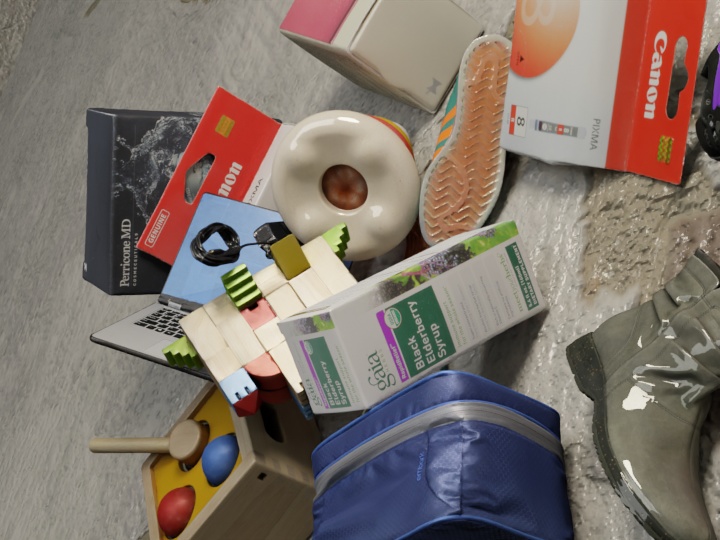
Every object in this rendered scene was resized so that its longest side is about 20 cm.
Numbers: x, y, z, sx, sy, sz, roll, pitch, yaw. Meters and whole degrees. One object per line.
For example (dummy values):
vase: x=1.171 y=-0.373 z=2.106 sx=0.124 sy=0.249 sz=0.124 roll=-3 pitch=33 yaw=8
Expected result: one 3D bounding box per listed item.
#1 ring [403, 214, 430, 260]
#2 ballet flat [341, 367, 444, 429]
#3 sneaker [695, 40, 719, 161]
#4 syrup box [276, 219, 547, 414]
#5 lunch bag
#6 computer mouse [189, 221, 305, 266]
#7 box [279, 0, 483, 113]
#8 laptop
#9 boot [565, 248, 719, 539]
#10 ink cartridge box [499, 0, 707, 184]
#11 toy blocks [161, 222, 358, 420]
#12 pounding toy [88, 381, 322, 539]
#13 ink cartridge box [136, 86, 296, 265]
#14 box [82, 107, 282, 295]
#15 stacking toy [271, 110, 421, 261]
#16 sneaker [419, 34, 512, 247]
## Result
ring: x=0.000 y=0.000 z=1.187 sx=0.200 sy=0.019 sz=0.201 roll=-37 pitch=38 yaw=36
ballet flat: x=0.017 y=0.132 z=1.003 sx=0.067 sy=0.062 sz=0.201 roll=-3 pitch=62 yaw=56
sneaker: x=0.280 y=-0.099 z=0.798 sx=0.100 sy=0.069 sz=0.201 roll=-47 pitch=28 yaw=36
syrup box: x=0.043 y=0.035 z=0.913 sx=0.200 sy=0.079 sz=0.081 roll=-26 pitch=6 yaw=-35
lunch bag: x=0.052 y=0.164 z=0.845 sx=0.200 sy=0.136 sz=0.133 roll=-35 pitch=40 yaw=37
computer mouse: x=-0.095 y=-0.016 z=1.087 sx=0.034 sy=0.200 sz=0.059 roll=-46 pitch=69 yaw=24
box: x=0.018 y=-0.263 z=1.273 sx=0.109 sy=0.128 sz=0.200 roll=-59 pitch=30 yaw=2
laptop: x=-0.127 y=0.016 z=1.147 sx=0.200 sy=0.186 sz=0.116 roll=-32 pitch=-46 yaw=-64
boot: x=0.213 y=0.077 z=0.750 sx=0.131 sy=0.068 sz=0.200 roll=-40 pitch=37 yaw=22
ink cartridge box: x=0.188 y=-0.162 z=0.943 sx=0.200 sy=0.050 sz=0.163 roll=-149 pitch=62 yaw=-63
toy blocks: x=-0.059 y=0.065 z=1.031 sx=0.200 sy=0.100 sz=0.137 roll=-31 pitch=59 yaw=-12
pounding toy: x=-0.148 y=0.192 z=1.126 sx=0.184 sy=0.142 sz=0.200 roll=-50 pitch=31 yaw=17
ink cartridge box: x=-0.119 y=-0.071 z=1.273 sx=0.045 sy=0.176 sz=0.201 roll=18 pitch=80 yaw=61
box: x=-0.202 y=-0.079 z=1.321 sx=0.117 sy=0.199 sz=0.198 roll=21 pitch=110 yaw=61
stacking toy: x=0.008 y=-0.110 z=1.159 sx=0.146 sy=0.146 sz=0.200 roll=-43 pitch=6 yaw=29
sneaker: x=0.104 y=-0.114 z=1.085 sx=0.080 sy=0.071 sz=0.201 roll=-2 pitch=-71 yaw=-84
